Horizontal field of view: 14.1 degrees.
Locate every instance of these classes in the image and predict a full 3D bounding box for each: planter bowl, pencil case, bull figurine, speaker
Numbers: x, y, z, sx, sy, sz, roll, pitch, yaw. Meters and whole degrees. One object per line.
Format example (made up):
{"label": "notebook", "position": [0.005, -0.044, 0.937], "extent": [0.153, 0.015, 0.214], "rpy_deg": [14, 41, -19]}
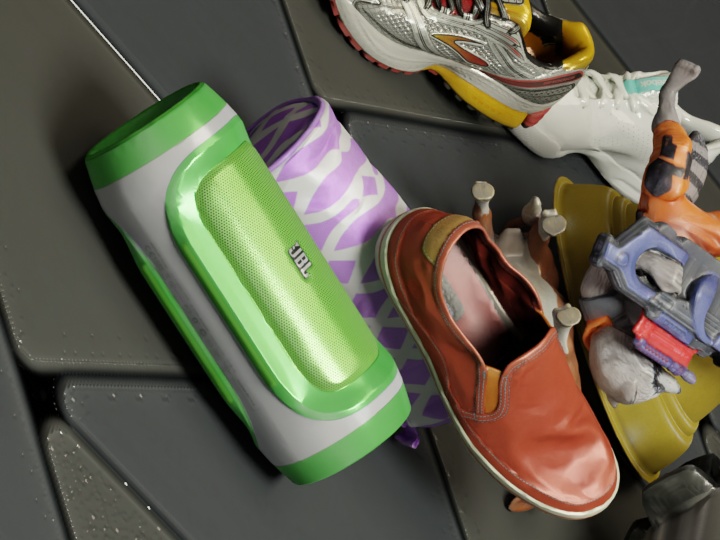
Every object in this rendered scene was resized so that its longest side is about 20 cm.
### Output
{"label": "planter bowl", "position": [0.191, 0.025, 1.816], "extent": [0.200, 0.083, 0.201], "rpy_deg": [-18, 90, -75]}
{"label": "pencil case", "position": [0.000, 0.000, 1.589], "extent": [0.200, 0.085, 0.084], "rpy_deg": [53, -6, -18]}
{"label": "bull figurine", "position": [0.099, 0.044, 1.701], "extent": [0.122, 0.065, 0.201], "rpy_deg": [92, -14, -53]}
{"label": "speaker", "position": [-0.057, 0.007, 1.478], "extent": [0.200, 0.088, 0.088], "rpy_deg": [57, 29, -10]}

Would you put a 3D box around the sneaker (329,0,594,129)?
{"label": "sneaker", "position": [0.060, -0.162, 1.797], "extent": [0.200, 0.082, 0.078], "rpy_deg": [22, 49, -33]}

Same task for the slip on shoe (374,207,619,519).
{"label": "slip on shoe", "position": [0.080, 0.052, 1.550], "extent": [0.074, 0.061, 0.200], "rpy_deg": [-42, 110, -28]}

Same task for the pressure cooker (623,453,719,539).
{"label": "pressure cooker", "position": [0.234, 0.210, 1.699], "extent": [0.200, 0.178, 0.176], "rpy_deg": [-68, 164, -55]}

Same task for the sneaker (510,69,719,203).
{"label": "sneaker", "position": [0.168, -0.111, 1.940], "extent": [0.200, 0.088, 0.075], "rpy_deg": [23, 48, -43]}

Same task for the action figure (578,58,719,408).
{"label": "action figure", "position": [0.201, 0.005, 1.724], "extent": [0.200, 0.104, 0.194], "rpy_deg": [42, 68, -28]}
